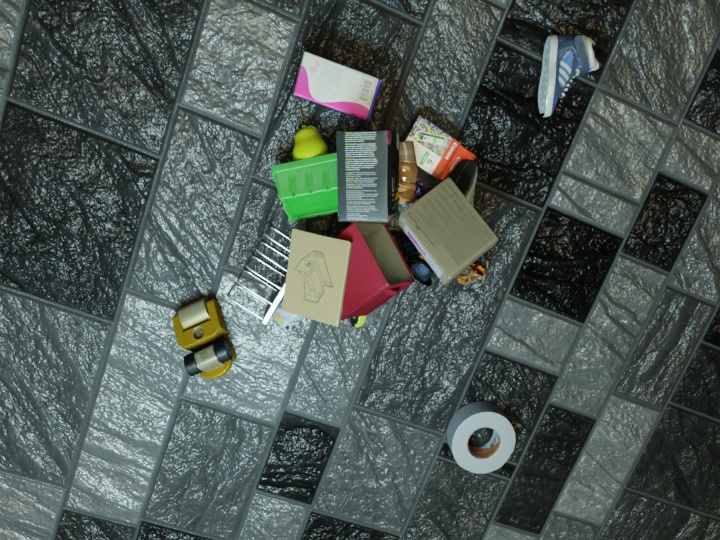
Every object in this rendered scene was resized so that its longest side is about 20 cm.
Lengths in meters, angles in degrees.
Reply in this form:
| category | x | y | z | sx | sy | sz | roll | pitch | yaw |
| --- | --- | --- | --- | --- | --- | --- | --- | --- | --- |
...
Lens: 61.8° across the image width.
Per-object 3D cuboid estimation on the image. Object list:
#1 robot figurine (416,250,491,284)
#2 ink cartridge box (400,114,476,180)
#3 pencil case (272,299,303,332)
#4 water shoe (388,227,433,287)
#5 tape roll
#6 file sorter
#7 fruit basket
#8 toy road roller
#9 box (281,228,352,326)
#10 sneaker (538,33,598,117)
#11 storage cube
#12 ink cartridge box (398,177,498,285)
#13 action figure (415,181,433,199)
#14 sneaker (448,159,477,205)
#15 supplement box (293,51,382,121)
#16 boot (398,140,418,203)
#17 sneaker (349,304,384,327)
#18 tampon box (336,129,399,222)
| category | x | y | z | sx | sy | sz | roll | pitch | yaw |
| --- | --- | --- | --- | --- | --- | --- | --- | --- | --- |
| robot figurine | 0.251 | -0.026 | 1.593 | 0.197 | 0.144 | 0.059 | 30 | 56 | -25 |
| ink cartridge box | 0.201 | -0.303 | 1.559 | 0.197 | 0.050 | 0.110 | 31 | 101 | -12 |
| pencil case | -0.148 | 0.070 | 1.604 | 0.083 | 0.091 | 0.200 | 42 | 97 | -15 |
| water shoe | 0.129 | -0.038 | 1.610 | 0.199 | 0.079 | 0.072 | 42 | 98 | -15 |
| tape roll | 0.359 | 0.498 | 1.791 | 0.194 | 0.066 | 0.206 | -1 | 105 | -5 |
| file sorter | -0.238 | 0.005 | 1.553 | 0.123 | 0.139 | 0.202 | 32 | 100 | -10 |
| fruit basket | -0.120 | -0.249 | 1.510 | 0.210 | 0.219 | 0.157 | -20 | 146 | 0 |
| toy road roller | -0.407 | 0.190 | 1.610 | 0.120 | 0.146 | 0.204 | -22 | 70 | 1 |
| box | -0.107 | 0.015 | 1.445 | 0.159 | 0.021 | 0.206 | 13 | 100 | 22 |
| sneaker | 0.536 | -0.493 | 1.527 | 0.142 | 0.081 | 0.206 | 2 | 100 | -2 |
| storage cube | 0.000 | 0.000 | 1.501 | 0.178 | 0.170 | 0.203 | -36 | 76 | 25 |
| ink cartridge box | 0.212 | -0.096 | 1.474 | 0.163 | 0.075 | 0.202 | -35 | 79 | -9 |
| action figure | 0.146 | -0.203 | 1.560 | 0.198 | 0.099 | 0.066 | 34 | 101 | -16 |
| sneaker | 0.273 | -0.184 | 1.590 | 0.114 | 0.075 | 0.206 | 13 | 97 | -52 |
| supplement box | -0.059 | -0.447 | 1.465 | 0.195 | 0.104 | 0.104 | 17 | 104 | -12 |
| boot | 0.048 | -0.240 | 1.517 | 0.194 | 0.073 | 0.160 | 0 | 99 | 20 |
| sneaker | 0.030 | 0.059 | 1.640 | 0.079 | 0.074 | 0.205 | 10 | 104 | -30 |
| tampon box | 0.021 | -0.224 | 1.415 | 0.122 | 0.150 | 0.206 | 2 | 102 | 14 |
